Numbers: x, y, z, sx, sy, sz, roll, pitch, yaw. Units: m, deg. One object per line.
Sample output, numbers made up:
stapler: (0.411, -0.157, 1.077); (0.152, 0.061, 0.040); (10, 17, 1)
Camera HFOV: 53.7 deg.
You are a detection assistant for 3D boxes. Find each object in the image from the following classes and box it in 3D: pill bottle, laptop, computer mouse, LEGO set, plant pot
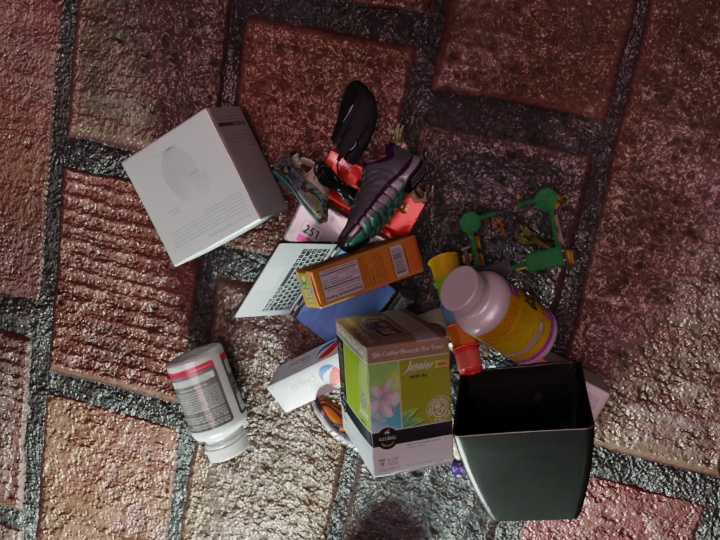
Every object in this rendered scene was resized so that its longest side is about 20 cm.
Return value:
pill bottle: (0.217, 0.068, 1.126); (0.199, 0.105, 0.104); (30, 109, -35)
pill bottle: (-0.277, 0.247, 1.326); (0.109, 0.111, 0.203); (-17, 97, 14)
laptop: (-0.080, 0.055, 1.224); (0.188, 0.198, 0.117); (-54, 54, 33)
computer mouse: (0.004, -0.206, 1.186); (0.046, 0.140, 0.202); (4, 65, 38)
LEGO set: (0.269, -0.049, 1.176); (0.198, 0.115, 0.156); (-24, 76, 27)
plant pot: (0.258, 0.271, 1.104); (0.197, 0.200, 0.180); (-7, 109, 14)

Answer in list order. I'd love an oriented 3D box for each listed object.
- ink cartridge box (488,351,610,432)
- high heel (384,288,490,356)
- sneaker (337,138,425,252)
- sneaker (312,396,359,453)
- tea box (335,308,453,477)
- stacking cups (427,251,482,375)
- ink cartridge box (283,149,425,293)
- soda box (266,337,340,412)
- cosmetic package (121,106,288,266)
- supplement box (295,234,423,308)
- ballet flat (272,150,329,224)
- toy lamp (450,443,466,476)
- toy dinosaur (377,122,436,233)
ink cartridge box: (0.311, 0.250, 1.222); (0.143, 0.084, 0.202); (27, 104, 5)
high heel: (0.118, 0.129, 1.260); (0.198, 0.072, 0.143); (30, 124, -5)
sneaker: (0.016, -0.121, 1.151); (0.087, 0.075, 0.200); (38, 76, 18)
sneaker: (0.010, 0.264, 1.280); (0.112, 0.078, 0.200); (-44, 119, 7)
tea box: (0.049, 0.180, 1.112); (0.132, 0.200, 0.200); (-7, 101, -14)
stacking cups: (0.165, 0.070, 1.183); (0.060, 0.060, 0.203); (-19, 68, 14)
ink cartridge box: (-0.011, -0.086, 1.244); (0.198, 0.044, 0.175); (29, 106, 5)
soda box: (-0.068, 0.178, 1.270); (0.199, 0.068, 0.064); (-29, 107, 26)
cosmetic package: (-0.265, -0.146, 1.231); (0.198, 0.123, 0.202); (-24, 94, 23)
supplement box: (0.000, 0.000, 1.151); (0.198, 0.066, 0.070); (-17, 97, -23)
ballet flat: (-0.090, -0.148, 1.185); (0.073, 0.200, 0.075); (-16, 128, -22)
toy lamp: (0.152, 0.265, 1.273); (0.058, 0.058, 0.202); (-19, 99, 14)
toy dinosaur: (0.075, -0.144, 1.215); (0.100, 0.058, 0.203); (13, 93, 21)
